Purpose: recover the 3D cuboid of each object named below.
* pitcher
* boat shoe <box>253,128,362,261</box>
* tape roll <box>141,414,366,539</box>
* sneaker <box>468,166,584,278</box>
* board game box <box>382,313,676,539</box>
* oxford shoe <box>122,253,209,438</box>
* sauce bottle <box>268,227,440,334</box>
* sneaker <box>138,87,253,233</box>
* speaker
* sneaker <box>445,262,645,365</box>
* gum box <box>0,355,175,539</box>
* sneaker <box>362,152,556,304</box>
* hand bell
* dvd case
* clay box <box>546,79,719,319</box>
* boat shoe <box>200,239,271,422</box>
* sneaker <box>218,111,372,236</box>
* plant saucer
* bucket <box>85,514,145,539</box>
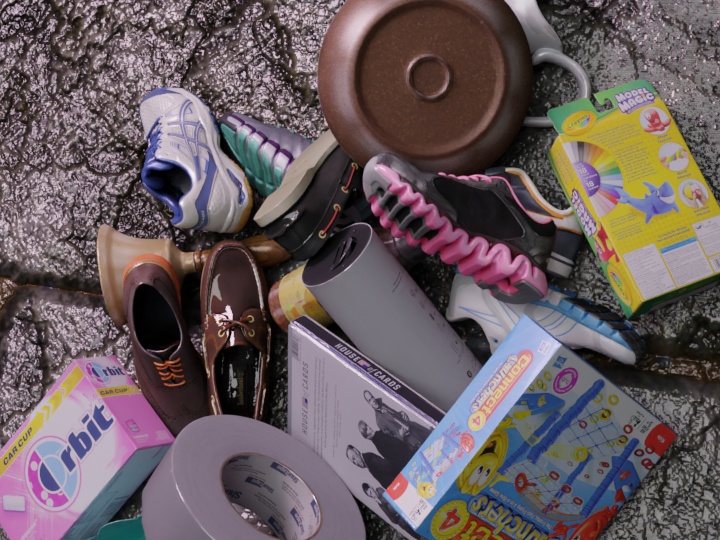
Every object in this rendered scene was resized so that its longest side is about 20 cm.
[{"bbox_3d":[0.105,-0.182,1.448,0.199,0.121,0.172,-33,86,-2],"label":"pitcher"},{"bbox_3d":[-0.033,-0.082,1.414,0.073,0.202,0.063,-31,108,37],"label":"boat shoe"},{"bbox_3d":[-0.095,0.224,1.361,0.200,0.200,0.066,45,119,20],"label":"tape roll"},{"bbox_3d":[0.118,-0.065,1.433,0.199,0.078,0.080,23,92,10],"label":"sneaker"},{"bbox_3d":[0.150,0.167,1.311,0.196,0.200,0.056,-52,40,3],"label":"board game box"},{"bbox_3d":[-0.190,0.089,1.471,0.071,0.073,0.201,-17,109,0],"label":"oxford shoe"},{"bbox_3d":[0.000,0.000,1.433,0.199,0.066,0.066,-30,70,36],"label":"sauce bottle"},{"bbox_3d":[-0.185,-0.117,1.517,0.200,0.088,0.076,52,130,35],"label":"sneaker"},{"bbox_3d":[0.034,0.053,1.375,0.081,0.081,0.200,-31,116,18],"label":"speaker"},{"bbox_3d":[0.167,0.054,1.405,0.199,0.075,0.087,25,99,26],"label":"sneaker"},{"bbox_3d":[-0.286,0.195,1.501,0.200,0.066,0.114,-49,68,22],"label":"gum box"},{"bbox_3d":[0.093,-0.055,1.342,0.199,0.079,0.096,33,68,-17],"label":"sneaker"},{"bbox_3d":[-0.154,-0.012,1.523,0.198,0.104,0.105,-10,76,3],"label":"hand bell"},{"bbox_3d":[0.006,0.149,1.385,0.200,0.025,0.151,34,136,35],"label":"dvd case"},{"bbox_3d":[0.253,-0.068,1.380,0.114,0.048,0.201,-18,71,-16],"label":"clay box"},{"bbox_3d":[-0.117,0.071,1.467,0.070,0.070,0.202,-5,92,-6],"label":"boat shoe"},{"bbox_3d":[-0.054,-0.106,1.517,0.087,0.075,0.200,-37,60,-25],"label":"sneaker"},{"bbox_3d":[0.060,-0.174,1.370,0.199,0.037,0.202,0,97,-3],"label":"plant saucer"},{"bbox_3d":[-0.179,0.330,1.425,0.206,0.135,0.209,-4,79,19],"label":"bucket"}]
